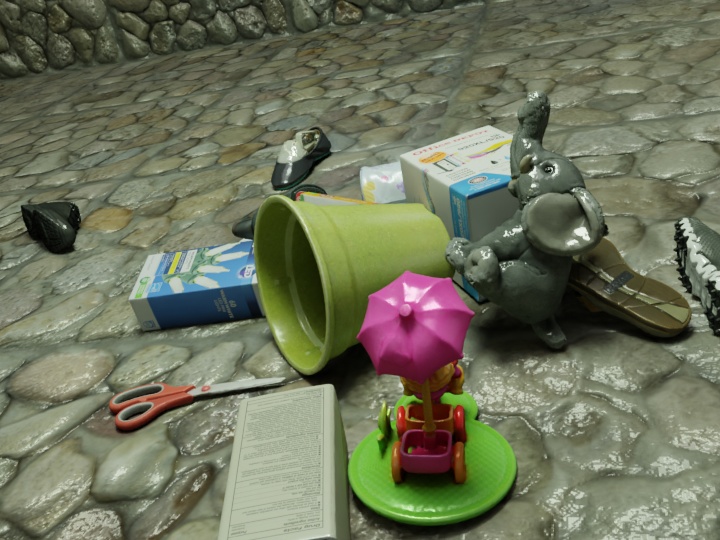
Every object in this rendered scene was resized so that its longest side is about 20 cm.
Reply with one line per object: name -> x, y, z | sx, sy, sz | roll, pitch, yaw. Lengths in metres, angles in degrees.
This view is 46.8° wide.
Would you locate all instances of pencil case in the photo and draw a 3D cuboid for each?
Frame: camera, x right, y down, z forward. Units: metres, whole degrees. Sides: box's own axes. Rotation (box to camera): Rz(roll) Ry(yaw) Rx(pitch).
pencil case -> 0.096, -0.133, 1.274 | 0.200, 0.083, 0.091 | -11, 30, 2

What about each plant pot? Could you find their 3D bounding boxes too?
plant pot -> 0.000, 0.000, 0.955 | 0.184, 0.201, 0.200 | -12, 24, -25

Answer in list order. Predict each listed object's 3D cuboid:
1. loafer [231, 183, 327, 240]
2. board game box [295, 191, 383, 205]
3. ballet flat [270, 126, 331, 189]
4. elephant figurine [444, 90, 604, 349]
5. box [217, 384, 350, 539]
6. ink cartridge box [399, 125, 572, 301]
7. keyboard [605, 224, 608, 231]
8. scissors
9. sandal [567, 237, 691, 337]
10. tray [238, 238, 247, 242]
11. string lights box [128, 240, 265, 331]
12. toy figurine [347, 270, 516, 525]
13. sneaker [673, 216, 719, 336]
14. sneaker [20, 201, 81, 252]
loafer -> -0.120, -0.089, 1.271 | 0.063, 0.072, 0.200 | -2, 14, 29
board game box -> -0.008, -0.045, 1.098 | 0.200, 0.096, 0.030 | 12, 15, 29
ballet flat -> -0.116, -0.219, 1.558 | 0.073, 0.073, 0.200 | 1, 29, 26
elephant figurine -> 0.194, -0.055, 0.877 | 0.200, 0.155, 0.142 | -51, 34, 11
box -> -0.059, 0.188, 0.700 | 0.095, 0.078, 0.200 | -10, 26, 4
ink cartridge box -> 0.161, -0.081, 1.068 | 0.147, 0.145, 0.200 | -19, 27, -14
keyboard -> 0.258, -0.095, 1.169 | 0.104, 0.040, 0.200 | 22, 15, -20
scissors -> -0.186, 0.133, 0.939 | 0.200, 0.014, 0.073 | -17, 24, -6
sandal -> 0.277, 0.021, 0.929 | 0.080, 0.054, 0.200 | -29, 45, -20
tray -> -0.121, -0.022, 1.215 | 0.200, 0.022, 0.107 | 5, 32, 32
string lights box -> -0.194, 0.017, 1.113 | 0.200, 0.059, 0.103 | -8, 36, 9
toy figurine -> 0.059, 0.083, 0.728 | 0.150, 0.184, 0.200 | -1, 25, 10
sneaker -> 0.400, 0.001, 0.897 | 0.090, 0.067, 0.200 | -6, 30, 6
sneaker -> -0.538, -0.091, 1.485 | 0.091, 0.076, 0.200 | -21, 28, -30
